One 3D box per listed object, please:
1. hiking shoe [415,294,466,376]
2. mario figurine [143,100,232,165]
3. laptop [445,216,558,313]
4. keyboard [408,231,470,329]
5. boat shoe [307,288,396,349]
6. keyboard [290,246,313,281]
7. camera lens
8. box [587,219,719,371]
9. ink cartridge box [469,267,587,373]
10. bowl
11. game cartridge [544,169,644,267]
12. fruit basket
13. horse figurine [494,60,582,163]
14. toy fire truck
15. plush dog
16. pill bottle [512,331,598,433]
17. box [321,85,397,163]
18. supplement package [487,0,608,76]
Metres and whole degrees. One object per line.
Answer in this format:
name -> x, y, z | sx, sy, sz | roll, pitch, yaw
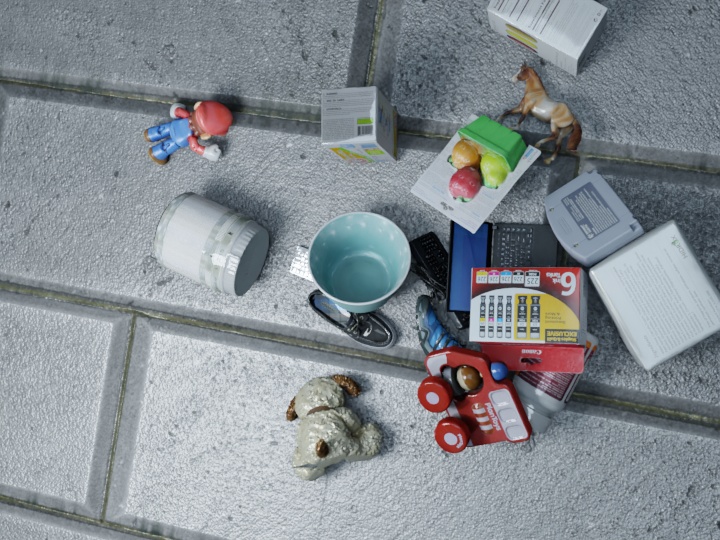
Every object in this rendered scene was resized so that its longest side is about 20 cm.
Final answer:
hiking shoe -> 0.160, 0.140, 1.702 | 0.085, 0.074, 0.205 | -14, 95, 7
mario figurine -> -0.348, -0.288, 1.846 | 0.196, 0.107, 0.125 | -17, 120, 22
laptop -> 0.269, -0.004, 1.661 | 0.195, 0.103, 0.182 | 3, 89, 16
keyboard -> 0.164, 0.019, 1.689 | 0.103, 0.040, 0.202 | -26, 79, -35
boat shoe -> -0.020, 0.094, 1.742 | 0.198, 0.066, 0.071 | 33, 95, 13
keyboard -> -0.047, 0.010, 1.781 | 0.196, 0.011, 0.057 | 21, 92, 13
camera lens -> -0.302, -0.054, 1.767 | 0.197, 0.160, 0.163 | 23, 92, 13
box -> 0.518, 0.044, 1.552 | 0.169, 0.199, 0.203 | -30, 82, 10
ink cartridge box -> 0.298, 0.088, 1.563 | 0.196, 0.084, 0.180 | -1, 82, 23
bowl -> 0.000, 0.000, 1.702 | 0.196, 0.106, 0.205 | -2, 60, 3
game cartridge -> 0.416, -0.095, 1.608 | 0.132, 0.042, 0.202 | -35, 37, 13
fruit basket -> 0.217, -0.184, 1.668 | 0.184, 0.094, 0.202 | 36, 88, 39
horse figurine -> 0.349, -0.291, 1.679 | 0.199, 0.050, 0.133 | 38, 79, 20
toy fire truck -> 0.206, 0.226, 1.588 | 0.165, 0.112, 0.203 | -17, 104, 30
plush dog -> -0.074, 0.292, 1.718 | 0.196, 0.161, 0.175 | -23, 59, 11
pill bottle -> 0.349, 0.189, 1.631 | 0.108, 0.109, 0.203 | 29, 94, 12
box -> 0.001, -0.274, 1.687 | 0.110, 0.200, 0.104 | -1, 86, 14
supplement package -> 0.351, -0.475, 1.660 | 0.198, 0.114, 0.111 | 33, 94, 14
